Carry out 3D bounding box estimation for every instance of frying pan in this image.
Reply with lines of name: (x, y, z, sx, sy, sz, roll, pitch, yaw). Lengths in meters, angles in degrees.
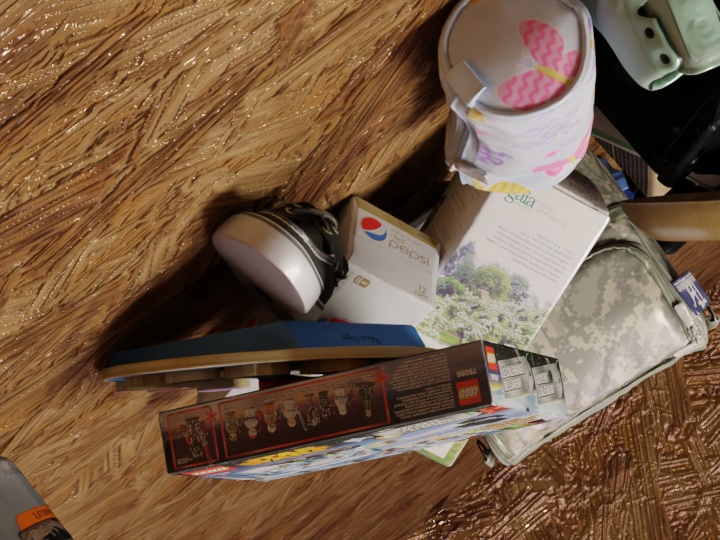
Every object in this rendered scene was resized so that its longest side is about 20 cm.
frying pan: (0.008, -0.001, 1.770, 0.190, 0.031, 0.115, -39, 166, 20)

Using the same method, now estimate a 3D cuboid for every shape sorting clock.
shape sorting clock: (-0.052, 0.059, 1.550, 0.199, 0.039, 0.200, -7, 173, -1)

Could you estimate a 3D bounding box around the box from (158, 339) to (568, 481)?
box: (0.003, 0.082, 1.503, 0.199, 0.040, 0.137, -13, 170, 20)

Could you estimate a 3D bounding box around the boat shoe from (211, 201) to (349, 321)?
boat shoe: (-0.040, -0.012, 1.498, 0.057, 0.069, 0.200, -52, 175, -6)

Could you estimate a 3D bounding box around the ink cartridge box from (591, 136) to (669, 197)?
ink cartridge box: (0.248, -0.154, 1.807, 0.200, 0.075, 0.165, -44, 168, -5)

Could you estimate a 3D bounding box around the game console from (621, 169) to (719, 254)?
game console: (0.296, -0.131, 2.032, 0.116, 0.177, 0.200, 3, 144, -32)

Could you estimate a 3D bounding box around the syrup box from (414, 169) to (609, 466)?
syrup box: (0.069, 0.015, 1.685, 0.200, 0.079, 0.081, -59, -162, 13)

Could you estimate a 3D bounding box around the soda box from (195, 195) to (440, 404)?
soda box: (-0.030, 0.045, 1.678, 0.200, 0.068, 0.064, -48, -157, 39)

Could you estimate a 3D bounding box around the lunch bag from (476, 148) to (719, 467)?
lunch bag: (0.140, 0.029, 1.923, 0.200, 0.168, 0.139, -33, 166, 5)

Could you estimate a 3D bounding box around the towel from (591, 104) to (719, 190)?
towel: (0.196, -0.126, 1.624, 0.200, 0.152, 0.023, 124, -12, -60)

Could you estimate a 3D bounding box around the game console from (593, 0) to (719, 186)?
game console: (0.231, -0.141, 1.527, 0.116, 0.176, 0.200, -34, 168, -30)

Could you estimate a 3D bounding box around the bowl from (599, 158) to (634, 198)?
bowl: (0.139, -0.018, 2.150, 0.200, 0.039, 0.201, -39, 170, -8)

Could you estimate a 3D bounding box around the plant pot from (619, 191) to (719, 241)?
plant pot: (0.261, -0.037, 1.633, 0.199, 0.028, 0.200, -4, -177, 0)

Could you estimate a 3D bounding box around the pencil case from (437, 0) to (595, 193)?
pencil case: (0.087, -0.102, 1.492, 0.090, 0.083, 0.200, -21, 169, -2)

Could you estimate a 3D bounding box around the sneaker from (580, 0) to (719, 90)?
sneaker: (0.171, -0.172, 1.378, 0.074, 0.118, 0.201, -28, 165, -21)

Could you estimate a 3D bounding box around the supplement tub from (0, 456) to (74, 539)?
supplement tub: (-0.194, 0.217, 1.516, 0.122, 0.200, 0.123, -38, 170, -8)
